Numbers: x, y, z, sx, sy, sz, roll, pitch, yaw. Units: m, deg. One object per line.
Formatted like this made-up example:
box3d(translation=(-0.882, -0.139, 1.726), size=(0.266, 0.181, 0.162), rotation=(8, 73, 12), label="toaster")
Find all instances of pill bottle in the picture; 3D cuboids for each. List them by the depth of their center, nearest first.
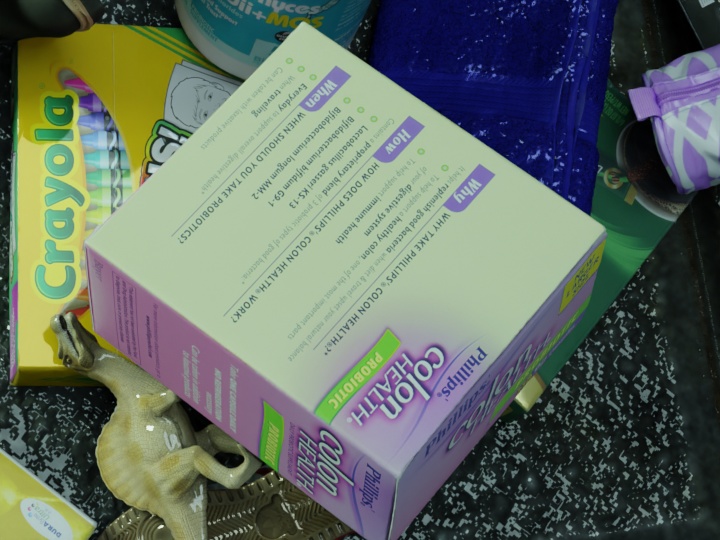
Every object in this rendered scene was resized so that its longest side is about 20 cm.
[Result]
box3d(translation=(-0.032, -0.193, 1.214), size=(0.110, 0.200, 0.112), rotation=(6, 63, -12), label="pill bottle")

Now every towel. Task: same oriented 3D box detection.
box3d(translation=(0.073, -0.109, 1.325), size=(0.147, 0.050, 0.201), rotation=(8, 63, 7), label="towel")

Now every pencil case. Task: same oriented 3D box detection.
box3d(translation=(0.261, -0.112, 1.312), size=(0.199, 0.086, 0.084), rotation=(-23, 69, 9), label="pencil case")

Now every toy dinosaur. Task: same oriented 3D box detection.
box3d(translation=(-0.095, 0.103, 1.207), size=(0.101, 0.058, 0.201), rotation=(-27, 83, 21), label="toy dinosaur")

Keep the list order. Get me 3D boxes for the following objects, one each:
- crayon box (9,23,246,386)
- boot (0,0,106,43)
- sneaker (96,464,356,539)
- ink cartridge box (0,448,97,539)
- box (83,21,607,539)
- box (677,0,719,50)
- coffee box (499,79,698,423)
box3d(translation=(-0.113, -0.036, 1.285), size=(0.171, 0.058, 0.202), rotation=(1, 77, -16), label="crayon box")
box3d(translation=(-0.228, -0.122, 1.212), size=(0.138, 0.200, 0.078), rotation=(-45, 116, -16), label="boot")
box3d(translation=(-0.051, 0.137, 1.269), size=(0.199, 0.112, 0.072), rotation=(-23, 86, 11), label="sneaker")
box3d(translation=(-0.278, 0.156, 1.204), size=(0.197, 0.047, 0.200), rotation=(39, 68, -6), label="ink cartridge box")
box3d(translation=(-0.008, 0.006, 1.147), size=(0.199, 0.097, 0.176), rotation=(35, 64, 16), label="box")
box3d(translation=(0.297, -0.142, 1.381), size=(0.159, 0.049, 0.201), rotation=(-29, 76, 13), label="box")
box3d(translation=(0.108, -0.021, 1.352), size=(0.123, 0.044, 0.200), rotation=(43, 70, -3), label="coffee box")
